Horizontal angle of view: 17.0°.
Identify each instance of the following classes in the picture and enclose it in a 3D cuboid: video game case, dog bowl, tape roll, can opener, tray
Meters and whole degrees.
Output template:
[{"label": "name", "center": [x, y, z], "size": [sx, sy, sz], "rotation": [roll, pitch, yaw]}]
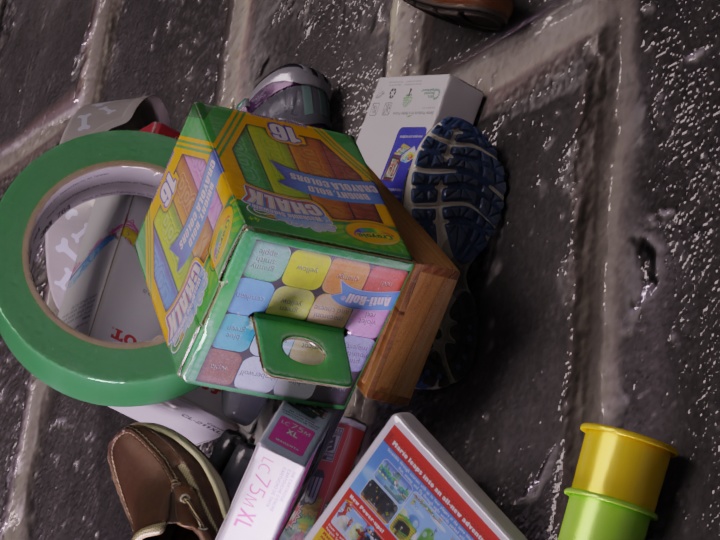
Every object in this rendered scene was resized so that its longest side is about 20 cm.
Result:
[{"label": "video game case", "center": [0.018, 0.209, 1.497], "size": [0.143, 0.017, 0.200], "rotation": [47, 116, 25]}, {"label": "dog bowl", "center": [-0.204, -0.046, 1.973], "size": [0.058, 0.200, 0.201], "rotation": [5, 65, 11]}, {"label": "tape roll", "center": [-0.169, -0.003, 1.741], "size": [0.048, 0.200, 0.201], "rotation": [103, 176, -63]}, {"label": "can opener", "center": [-0.100, 0.132, 1.745], "size": [0.201, 0.067, 0.053], "rotation": [-62, 30, 3]}, {"label": "video game case", "center": [-0.071, 0.195, 1.739], "size": [0.143, 0.017, 0.201], "rotation": [5, 73, 58]}, {"label": "tray", "center": [0.000, 0.000, 1.631], "size": [0.099, 0.037, 0.200], "rotation": [-69, 26, 17]}]

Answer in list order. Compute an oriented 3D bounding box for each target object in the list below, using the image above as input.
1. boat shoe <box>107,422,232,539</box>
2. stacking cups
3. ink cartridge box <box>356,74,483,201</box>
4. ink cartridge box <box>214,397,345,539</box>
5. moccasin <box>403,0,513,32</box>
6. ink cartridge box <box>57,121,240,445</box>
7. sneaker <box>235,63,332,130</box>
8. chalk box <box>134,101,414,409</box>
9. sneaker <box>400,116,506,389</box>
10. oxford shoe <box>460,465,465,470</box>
[{"label": "boat shoe", "center": [-0.128, 0.180, 1.682], "size": [0.202, 0.075, 0.075], "rotation": [48, 117, 34]}, {"label": "stacking cups", "center": [0.134, 0.193, 1.398], "size": [0.060, 0.060, 0.201], "rotation": [0, 74, 57]}, {"label": "ink cartridge box", "center": [0.019, -0.045, 1.757], "size": [0.099, 0.039, 0.201], "rotation": [7, 73, 58]}, {"label": "ink cartridge box", "center": [-0.047, 0.124, 1.617], "size": [0.200, 0.042, 0.120], "rotation": [-64, -2, -64]}, {"label": "moccasin", "center": [0.067, -0.230, 1.793], "size": [0.078, 0.073, 0.201], "rotation": [-66, 20, 14]}, {"label": "ink cartridge box", "center": [-0.142, 0.013, 1.838], "size": [0.083, 0.145, 0.201], "rotation": [-23, 44, 52]}, {"label": "sneaker", "center": [-0.097, -0.077, 1.927], "size": [0.200, 0.074, 0.088], "rotation": [-43, 42, 31]}, {"label": "chalk box", "center": [-0.054, 0.001, 1.559], "size": [0.124, 0.124, 0.200], "rotation": [-64, 30, 26]}, {"label": "sneaker", "center": [0.039, -0.012, 1.667], "size": [0.085, 0.077, 0.201], "rotation": [-20, 52, 55]}, {"label": "oxford shoe", "center": [0.013, 0.205, 1.574], "size": [0.200, 0.071, 0.071], "rotation": [-49, 6, 23]}]
